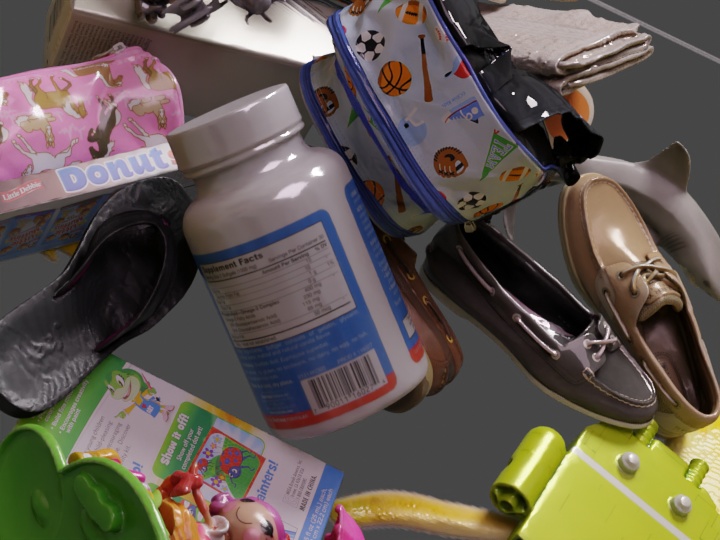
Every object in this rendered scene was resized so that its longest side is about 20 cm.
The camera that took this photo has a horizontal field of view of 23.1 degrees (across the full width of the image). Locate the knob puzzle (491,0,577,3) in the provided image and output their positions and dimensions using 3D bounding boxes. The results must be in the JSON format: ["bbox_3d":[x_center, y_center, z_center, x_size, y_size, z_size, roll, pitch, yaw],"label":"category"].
[{"bbox_3d":[0.055,-0.264,1.422,0.218,0.031,0.220,19,31,-12],"label":"knob puzzle"}]

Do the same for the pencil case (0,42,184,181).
[{"bbox_3d":[-0.214,-0.089,1.140,0.199,0.083,0.087,-17,66,-35],"label":"pencil case"}]

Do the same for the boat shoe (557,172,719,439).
[{"bbox_3d":[0.205,0.019,1.260,0.071,0.064,0.202,-22,85,-24],"label":"boat shoe"}]

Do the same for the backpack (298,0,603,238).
[{"bbox_3d":[0.046,-0.113,1.147,0.201,0.154,0.190,54,5,3],"label":"backpack"}]

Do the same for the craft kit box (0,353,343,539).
[{"bbox_3d":[-0.128,0.160,1.029,0.196,0.049,0.201,30,48,-9],"label":"craft kit box"}]

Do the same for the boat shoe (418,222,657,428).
[{"bbox_3d":[0.128,0.034,1.227,0.199,0.057,0.067,36,38,13],"label":"boat shoe"}]

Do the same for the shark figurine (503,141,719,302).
[{"bbox_3d":[0.204,-0.069,1.347,0.213,0.090,0.129,21,48,-16],"label":"shark figurine"}]

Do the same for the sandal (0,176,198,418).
[{"bbox_3d":[-0.149,0.012,1.058,0.075,0.048,0.201,47,49,-11],"label":"sandal"}]

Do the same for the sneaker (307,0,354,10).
[{"bbox_3d":[-0.025,-0.235,1.307,0.199,0.080,0.079,29,66,28],"label":"sneaker"}]

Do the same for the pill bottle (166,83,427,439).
[{"bbox_3d":[-0.043,-0.008,1.092,0.112,0.112,0.202,-30,103,-40],"label":"pill bottle"}]

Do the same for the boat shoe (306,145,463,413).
[{"bbox_3d":[0.000,0.000,1.201,0.067,0.072,0.201,-20,74,-43],"label":"boat shoe"}]

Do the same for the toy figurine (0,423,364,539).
[{"bbox_3d":[-0.084,0.163,0.964,0.183,0.151,0.200,5,28,-41],"label":"toy figurine"}]

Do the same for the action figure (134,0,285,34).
[{"bbox_3d":[-0.115,-0.232,1.182,0.130,0.070,0.200,-34,65,-17],"label":"action figure"}]

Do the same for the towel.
[{"bbox_3d":[0.107,-0.170,1.322,0.199,0.035,0.132,13,26,38],"label":"towel"}]

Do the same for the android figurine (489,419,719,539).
[{"bbox_3d":[0.172,0.179,1.177,0.182,0.041,0.200,40,49,4],"label":"android figurine"}]

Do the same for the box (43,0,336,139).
[{"bbox_3d":[-0.118,-0.160,1.245,0.198,0.082,0.069,12,51,-22],"label":"box"}]

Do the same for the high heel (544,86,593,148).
[{"bbox_3d":[0.089,-0.116,1.341,0.199,0.095,0.068,-16,103,-43],"label":"high heel"}]

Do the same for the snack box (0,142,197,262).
[{"bbox_3d":[-0.163,-0.048,1.143,0.199,0.072,0.024,-17,71,-36],"label":"snack box"}]
